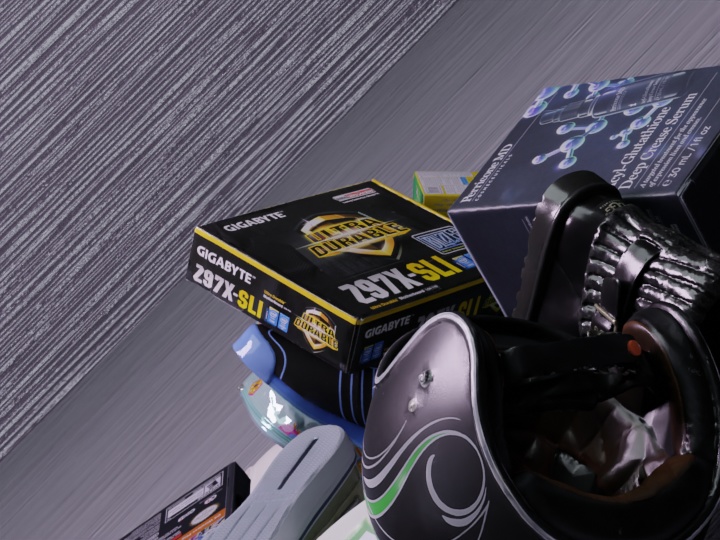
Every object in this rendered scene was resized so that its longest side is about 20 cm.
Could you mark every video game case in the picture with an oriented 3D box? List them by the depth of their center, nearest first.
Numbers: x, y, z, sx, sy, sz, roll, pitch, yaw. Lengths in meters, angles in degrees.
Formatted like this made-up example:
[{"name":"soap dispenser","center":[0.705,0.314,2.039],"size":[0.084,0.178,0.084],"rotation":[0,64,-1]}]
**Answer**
[{"name":"video game case","center":[-0.163,0.232,1.562],"size":[0.200,0.026,0.181],"rotation":[-35,16,10]}]

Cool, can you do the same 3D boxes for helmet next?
[{"name":"helmet","center":[0.092,0.105,1.192],"size":[0.200,0.200,0.191],"rotation":[-50,2,-29]}]

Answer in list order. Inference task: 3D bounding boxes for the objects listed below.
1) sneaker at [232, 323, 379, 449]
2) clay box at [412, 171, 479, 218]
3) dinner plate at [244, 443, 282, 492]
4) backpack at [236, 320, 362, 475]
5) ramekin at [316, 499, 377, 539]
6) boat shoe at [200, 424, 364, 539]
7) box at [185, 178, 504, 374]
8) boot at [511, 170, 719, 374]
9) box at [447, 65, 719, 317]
[{"name":"sneaker","center":[0.009,0.084,1.567],"size":[0.078,0.200,0.070],"rotation":[-56,-2,4]},{"name":"clay box","center":[0.144,-0.049,1.771],"size":[0.115,0.200,0.048],"rotation":[-99,11,-78]},{"name":"dinner plate","center":[-0.104,0.221,1.763],"size":[0.200,0.024,0.200],"rotation":[-156,90,-85]},{"name":"backpack","center":[0.000,0.081,1.699],"size":[0.153,0.176,0.200],"rotation":[-60,9,-3]},{"name":"ramekin","center":[0.012,0.216,1.322],"size":[0.200,0.098,0.200],"rotation":[-42,10,9]},{"name":"boat shoe","center":[-0.055,0.182,1.436],"size":[0.072,0.062,0.200],"rotation":[-4,33,44]},{"name":"box","center":[0.000,0.000,1.607],"size":[0.200,0.160,0.049],"rotation":[-17,-51,-47]},{"name":"boot","center":[0.169,0.056,1.393],"size":[0.079,0.211,0.158],"rotation":[-23,42,-30]},{"name":"box","center":[0.189,-0.051,1.516],"size":[0.200,0.107,0.148],"rotation":[-4,37,44]}]
